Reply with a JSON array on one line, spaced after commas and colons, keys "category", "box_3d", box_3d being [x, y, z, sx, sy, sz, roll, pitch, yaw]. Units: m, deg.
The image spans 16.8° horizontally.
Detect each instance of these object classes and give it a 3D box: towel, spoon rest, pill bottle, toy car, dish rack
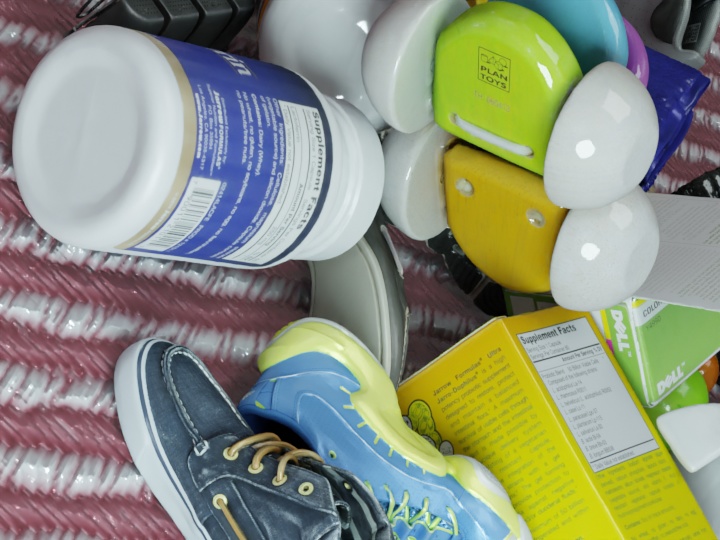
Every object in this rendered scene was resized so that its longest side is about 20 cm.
[{"category": "towel", "box_3d": [0.130, -0.130, 1.675, 0.199, 0.050, 0.148, 29, 37, 9]}, {"category": "spoon rest", "box_3d": [0.211, 0.138, 1.499, 0.100, 0.060, 0.200, 58, -11, 27]}, {"category": "pill bottle", "box_3d": [-0.081, -0.061, 1.316, 0.199, 0.116, 0.116, 9, 52, -53]}, {"category": "toy car", "box_3d": [0.105, -0.088, 1.393, 0.174, 0.201, 0.150, 26, 56, 28]}, {"category": "pill bottle", "box_3d": [-0.008, -0.173, 1.515, 0.116, 0.116, 0.200, 41, 19, -21]}, {"category": "dish rack", "box_3d": [-0.153, -0.211, 1.437, 0.201, 0.054, 0.153, 57, 28, 9]}]

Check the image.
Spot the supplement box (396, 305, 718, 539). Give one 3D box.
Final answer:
[{"category": "supplement box", "box_3d": [0.113, 0.132, 1.400, 0.109, 0.109, 0.201, -9, 67, -58]}]

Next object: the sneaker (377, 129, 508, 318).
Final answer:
[{"category": "sneaker", "box_3d": [0.075, -0.043, 1.567, 0.200, 0.077, 0.085, 41, 26, -22]}]

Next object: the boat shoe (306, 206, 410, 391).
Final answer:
[{"category": "boat shoe", "box_3d": [0.000, 0.000, 1.420, 0.057, 0.067, 0.201, 18, 41, -39]}]

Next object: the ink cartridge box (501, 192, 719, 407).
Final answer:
[{"category": "ink cartridge box", "box_3d": [0.209, 0.019, 1.477, 0.148, 0.199, 0.076, -34, 120, -41]}]

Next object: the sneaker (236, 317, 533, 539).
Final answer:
[{"category": "sneaker", "box_3d": [0.005, 0.124, 1.306, 0.200, 0.076, 0.105, 46, 42, 1]}]

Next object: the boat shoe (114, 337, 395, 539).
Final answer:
[{"category": "boat shoe", "box_3d": [-0.046, 0.107, 1.216, 0.071, 0.091, 0.201, -4, 62, -56]}]

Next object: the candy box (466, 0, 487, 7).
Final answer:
[{"category": "candy box", "box_3d": [0.121, -0.127, 1.605, 0.101, 0.027, 0.201, 11, 39, -8]}]

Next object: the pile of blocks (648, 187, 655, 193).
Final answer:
[{"category": "pile of blocks", "box_3d": [0.163, -0.043, 1.696, 0.200, 0.062, 0.083, -74, 145, -62]}]

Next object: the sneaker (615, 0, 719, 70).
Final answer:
[{"category": "sneaker", "box_3d": [0.232, -0.222, 1.936, 0.075, 0.115, 0.201, 22, 43, -43]}]

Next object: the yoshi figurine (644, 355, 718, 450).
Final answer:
[{"category": "yoshi figurine", "box_3d": [0.202, 0.070, 1.600, 0.113, 0.112, 0.200, 61, 33, 0]}]

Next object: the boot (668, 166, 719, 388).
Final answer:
[{"category": "boot", "box_3d": [0.283, -0.005, 1.707, 0.079, 0.211, 0.159, -10, 75, -25]}]
